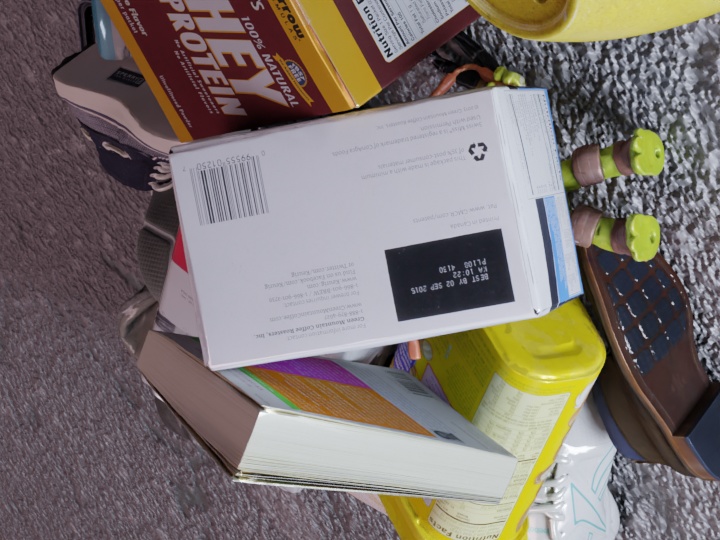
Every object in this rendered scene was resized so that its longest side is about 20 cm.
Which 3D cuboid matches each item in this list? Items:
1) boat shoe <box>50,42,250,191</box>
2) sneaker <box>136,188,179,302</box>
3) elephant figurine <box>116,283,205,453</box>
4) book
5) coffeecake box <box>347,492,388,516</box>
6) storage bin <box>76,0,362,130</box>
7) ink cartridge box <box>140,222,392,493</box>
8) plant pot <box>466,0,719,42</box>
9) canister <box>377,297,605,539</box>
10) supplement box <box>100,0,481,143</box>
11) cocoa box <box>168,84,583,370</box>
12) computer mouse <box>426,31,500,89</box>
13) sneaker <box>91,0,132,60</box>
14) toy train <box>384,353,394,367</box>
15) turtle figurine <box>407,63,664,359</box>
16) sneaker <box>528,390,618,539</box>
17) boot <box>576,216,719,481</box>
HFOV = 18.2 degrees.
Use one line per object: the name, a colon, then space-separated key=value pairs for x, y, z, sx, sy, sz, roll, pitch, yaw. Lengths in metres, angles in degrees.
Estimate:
boat shoe: x=-0.129 y=-0.093 z=1.543 sx=0.200 sy=0.075 sz=0.093 roll=29 pitch=151 yaw=48
sneaker: x=-0.126 y=-0.044 z=1.705 sx=0.080 sy=0.070 sz=0.200 roll=38 pitch=-148 yaw=-45
elephant figurine: x=-0.122 y=0.035 z=1.823 sx=0.142 sy=0.155 sz=0.200 roll=-100 pitch=-7 yaw=-75
book: x=-0.019 y=0.085 z=1.359 sx=0.134 sy=0.200 sz=0.048 roll=38 pitch=111 yaw=50
coffeecake box: x=0.034 y=0.141 z=1.694 sx=0.200 sy=0.073 sz=0.154 roll=26 pitch=165 yaw=37
storage bin: x=-0.102 y=-0.127 z=1.622 sx=0.200 sy=0.094 sz=0.135 roll=38 pitch=148 yaw=25
ink cartridge box: x=-0.059 y=0.041 z=1.539 sx=0.145 sy=0.083 sz=0.200 roll=36 pitch=145 yaw=11
plant pot: x=0.119 y=-0.199 z=1.176 sx=0.200 sy=0.142 sz=0.200 roll=35 pitch=146 yaw=28
canister: x=0.077 y=0.083 z=1.477 sx=0.149 sy=0.087 sz=0.200 roll=63 pitch=147 yaw=35
supplement box: x=-0.019 y=-0.190 z=1.323 sx=0.197 sy=0.200 sz=0.133 roll=-5 pitch=118 yaw=56
cocoa box: x=0.012 y=-0.026 z=1.300 sx=0.200 sy=0.131 sz=0.133 roll=-10 pitch=92 yaw=18
computer mouse: x=0.015 y=-0.148 z=1.493 sx=0.200 sy=0.034 sz=0.059 roll=23 pitch=139 yaw=40
sneaker: x=-0.124 y=-0.243 z=1.552 sx=0.080 sy=0.130 sz=0.200 roll=115 pitch=151 yaw=-77
toy train: x=0.061 y=0.063 z=1.636 sx=0.046 sy=0.034 sz=0.200 roll=25 pitch=161 yaw=-16
turtle figurine: x=0.103 y=-0.034 z=1.385 sx=0.161 sy=0.200 sz=0.064 roll=0 pitch=156 yaw=29
sneaker: x=0.139 y=0.149 z=1.576 sx=0.070 sy=0.080 sz=0.200 roll=12 pitch=135 yaw=28
boot: x=0.170 y=0.056 z=1.458 sx=0.097 sy=0.075 sz=0.200 roll=-6 pitch=119 yaw=54
